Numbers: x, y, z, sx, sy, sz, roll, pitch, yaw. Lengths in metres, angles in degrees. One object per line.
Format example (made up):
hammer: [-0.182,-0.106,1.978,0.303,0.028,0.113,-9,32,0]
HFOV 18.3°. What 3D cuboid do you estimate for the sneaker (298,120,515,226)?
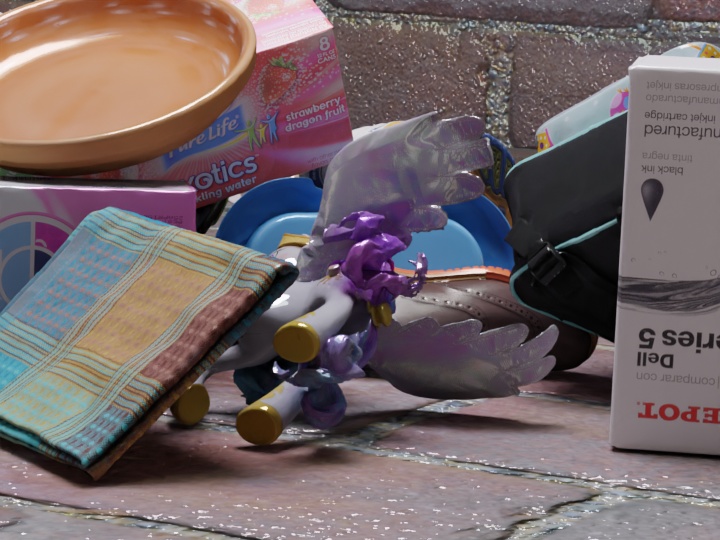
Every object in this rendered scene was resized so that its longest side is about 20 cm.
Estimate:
sneaker: [0.036,-0.063,1.545,0.088,0.076,0.200,-2,-13,35]

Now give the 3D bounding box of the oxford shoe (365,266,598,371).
oxford shoe: [0.045,0.040,1.355,0.199,0.071,0.073,9,41,-1]

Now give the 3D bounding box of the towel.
towel: [-0.130,0.030,1.116,0.147,0.022,0.200,-46,28,-18]

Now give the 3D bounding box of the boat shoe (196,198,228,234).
boat shoe: [-0.150,-0.022,1.463,0.061,0.072,0.201,-44,3,35]

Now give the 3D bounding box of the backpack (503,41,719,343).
backpack: [0.202,-0.028,1.326,0.200,0.154,0.176,32,-46,-31]

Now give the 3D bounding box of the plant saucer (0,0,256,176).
plant saucer: [-0.158,-0.110,1.325,0.200,0.038,0.200,-6,33,4]

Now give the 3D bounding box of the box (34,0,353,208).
box: [-0.115,-0.106,1.432,0.200,0.103,0.095,-19,36,-12]

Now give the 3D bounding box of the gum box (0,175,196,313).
gum box: [-0.184,0.006,1.261,0.199,0.114,0.066,1,7,-9]

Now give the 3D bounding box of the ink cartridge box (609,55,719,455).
ink cartridge box: [0.208,-0.006,1.155,0.145,0.201,0.084,3,10,10]

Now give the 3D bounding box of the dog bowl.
dog bowl: [0.000,0.000,1.425,0.199,0.112,0.050,1,-6,-12]

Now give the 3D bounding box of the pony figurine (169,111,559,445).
pony figurine: [-0.013,0.017,1.183,0.193,0.167,0.200,-7,19,27]

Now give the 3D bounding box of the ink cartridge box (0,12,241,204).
ink cartridge box: [-0.186,-0.090,1.587,0.200,0.067,0.117,26,26,-38]
